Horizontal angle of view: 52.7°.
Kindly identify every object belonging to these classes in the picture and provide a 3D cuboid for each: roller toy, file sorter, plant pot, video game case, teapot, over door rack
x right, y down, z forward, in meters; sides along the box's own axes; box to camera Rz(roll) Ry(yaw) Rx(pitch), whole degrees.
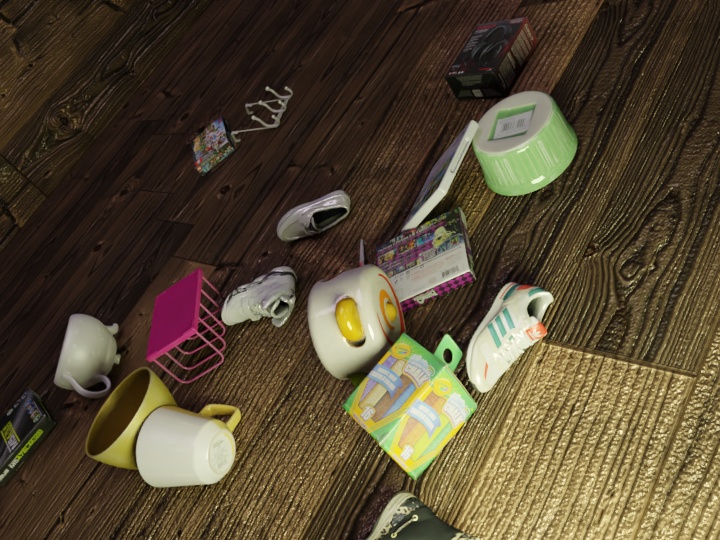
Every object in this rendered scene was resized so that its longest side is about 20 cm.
[{"bbox_3d":[0.000,0.088,1.287,0.137,0.202,0.185,-18,40,20],"label":"roller toy"},{"bbox_3d":[-0.383,0.130,1.649,0.137,0.126,0.202,-30,37,16],"label":"file sorter"},{"bbox_3d":[-0.439,0.321,1.482,0.198,0.142,0.202,-35,31,24],"label":"plant pot"},{"bbox_3d":[0.122,-0.015,1.411,0.197,0.036,0.184,-26,39,21],"label":"video game case"},{"bbox_3d":[-0.677,0.214,1.827,0.197,0.143,0.206,159,124,-65],"label":"teapot"},{"bbox_3d":[-0.314,-0.492,2.257,0.196,0.067,0.150,-11,45,34],"label":"over door rack"},{"bbox_3d":[0.158,-0.182,1.465,0.185,0.022,0.200,-63,6,-27],"label":"video game case"}]

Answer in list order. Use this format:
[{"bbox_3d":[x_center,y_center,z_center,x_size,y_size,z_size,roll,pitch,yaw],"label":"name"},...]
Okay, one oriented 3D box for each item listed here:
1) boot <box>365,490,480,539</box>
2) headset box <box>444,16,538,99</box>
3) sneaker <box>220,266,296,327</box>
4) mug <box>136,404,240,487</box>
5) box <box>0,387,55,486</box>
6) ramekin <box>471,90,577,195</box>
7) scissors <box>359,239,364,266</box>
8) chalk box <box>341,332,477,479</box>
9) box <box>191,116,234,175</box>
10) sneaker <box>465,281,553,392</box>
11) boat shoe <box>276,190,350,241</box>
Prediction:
[{"bbox_3d":[0.065,0.422,0.998,0.152,0.074,0.206,13,62,45],"label":"boot"},{"bbox_3d":[0.308,-0.498,1.690,0.147,0.077,0.202,11,62,47],"label":"headset box"},{"bbox_3d":[-0.222,0.079,1.596,0.197,0.076,0.116,-31,35,8],"label":"sneaker"},{"bbox_3d":[-0.316,0.323,1.389,0.150,0.150,0.191,-3,57,30],"label":"mug"},{"bbox_3d":[-0.892,0.425,1.884,0.194,0.048,0.198,-50,37,-14],"label":"box"},{"bbox_3d":[0.314,-0.255,1.423,0.196,0.098,0.203,-24,40,22],"label":"ramekin"},{"bbox_3d":[0.000,0.000,1.519,0.074,0.014,0.201,-62,20,19],"label":"scissors"},{"bbox_3d":[0.093,0.196,1.153,0.201,0.125,0.123,-47,37,-6],"label":"chalk box"},{"bbox_3d":[-0.477,-0.403,2.338,0.135,0.038,0.202,-36,37,8],"label":"box"},{"bbox_3d":[0.240,0.104,1.155,0.092,0.071,0.202,1,51,49],"label":"sneaker"},{"bbox_3d":[-0.112,-0.118,1.695,0.197,0.074,0.066,-30,33,17],"label":"boat shoe"}]
